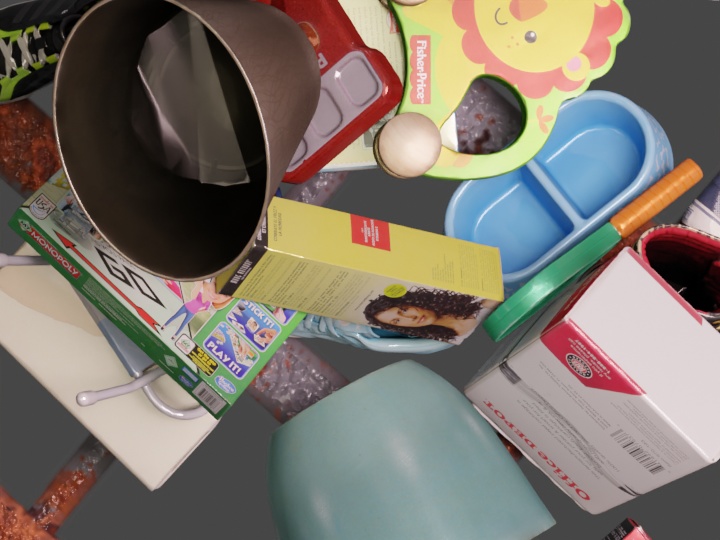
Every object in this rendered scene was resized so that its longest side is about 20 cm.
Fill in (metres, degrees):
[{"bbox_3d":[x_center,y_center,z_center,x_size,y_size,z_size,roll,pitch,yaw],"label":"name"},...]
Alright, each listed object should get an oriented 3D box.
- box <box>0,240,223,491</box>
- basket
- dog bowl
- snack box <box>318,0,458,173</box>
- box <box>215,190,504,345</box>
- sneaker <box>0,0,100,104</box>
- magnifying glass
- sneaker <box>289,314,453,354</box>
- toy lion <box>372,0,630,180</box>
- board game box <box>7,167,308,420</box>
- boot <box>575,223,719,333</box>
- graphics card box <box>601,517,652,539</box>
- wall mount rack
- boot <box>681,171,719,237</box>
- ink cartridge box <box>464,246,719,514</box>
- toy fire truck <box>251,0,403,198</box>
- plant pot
[{"bbox_3d":[-0.200,0.068,1.369,0.200,0.095,0.078,44,92,-3],"label":"box"},{"bbox_3d":[-0.101,-0.106,1.173,0.134,0.200,0.182,-13,103,16],"label":"basket"},{"bbox_3d":[0.147,-0.059,1.361,0.199,0.050,0.112,-38,70,2],"label":"dog bowl"},{"bbox_3d":[0.012,-0.181,1.380,0.115,0.037,0.203,-4,92,1],"label":"snack box"},{"bbox_3d":[0.000,0.000,1.276,0.198,0.075,0.051,12,56,-21],"label":"box"},{"bbox_3d":[-0.234,-0.182,1.361,0.198,0.083,0.072,-19,92,2],"label":"sneaker"},{"bbox_3d":[0.171,-0.015,1.307,0.199,0.080,0.022,-40,82,-9],"label":"magnifying glass"},{"bbox_3d":[-0.013,0.023,1.368,0.197,0.082,0.075,4,91,-1],"label":"sneaker"},{"bbox_3d":[0.106,-0.168,1.330,0.189,0.069,0.203,1,91,-4],"label":"toy lion"},{"bbox_3d":[-0.135,-0.008,1.269,0.200,0.029,0.135,43,50,-4],"label":"board game box"},{"bbox_3d":[0.264,0.040,1.328,0.199,0.151,0.074,33,72,2],"label":"boot"},{"bbox_3d":[0.179,0.306,1.396,0.200,0.051,0.126,-41,92,1],"label":"graphics card box"},{"bbox_3d":[-0.177,0.022,1.286,0.173,0.075,0.201,-29,80,-37],"label":"wall mount rack"},{"bbox_3d":[0.351,-0.012,1.366,0.199,0.073,0.091,38,98,0],"label":"boot"},{"bbox_3d":[0.182,0.087,1.308,0.145,0.200,0.083,43,65,-1],"label":"ink cartridge box"},{"bbox_3d":[-0.082,-0.133,1.313,0.200,0.112,0.169,-39,72,20],"label":"toy fire truck"},{"bbox_3d":[0.022,0.165,1.326,0.199,0.201,0.162,-28,80,2],"label":"plant pot"}]
